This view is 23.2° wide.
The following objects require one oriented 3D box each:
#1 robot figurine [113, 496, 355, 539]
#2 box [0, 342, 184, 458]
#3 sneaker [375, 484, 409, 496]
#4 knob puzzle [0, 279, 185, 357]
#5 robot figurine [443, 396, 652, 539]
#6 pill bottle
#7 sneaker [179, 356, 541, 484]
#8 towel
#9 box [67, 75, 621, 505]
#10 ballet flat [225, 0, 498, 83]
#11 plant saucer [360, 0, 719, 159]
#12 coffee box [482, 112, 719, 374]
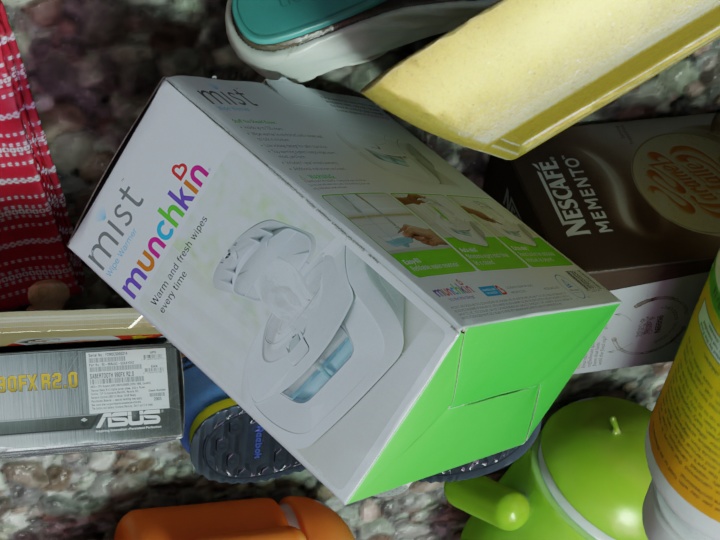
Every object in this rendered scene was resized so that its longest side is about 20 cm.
[{"bbox_3d":[-0.083,0.200,1.084,0.198,0.117,0.145,-3,114,-17],"label":"robot figurine"},{"bbox_3d":[-0.198,0.072,0.886,0.198,0.049,0.158,-3,174,-15],"label":"box"},{"bbox_3d":[0.011,0.021,0.974,0.070,0.080,0.202,6,115,4],"label":"sneaker"},{"bbox_3d":[-0.115,0.025,0.890,0.217,0.031,0.220,-5,172,-1],"label":"knob puzzle"},{"bbox_3d":[0.140,0.165,1.133,0.174,0.116,0.201,10,129,-31],"label":"robot figurine"},{"bbox_3d":[0.210,0.072,0.899,0.110,0.112,0.201,-5,136,-17],"label":"pill bottle"},{"bbox_3d":[-0.003,0.066,0.922,0.198,0.079,0.066,1,123,-18],"label":"sneaker"},{"bbox_3d":[-0.220,-0.040,0.850,0.143,0.023,0.201,-15,138,-6],"label":"towel"},{"bbox_3d":[0.000,0.000,0.801,0.097,0.176,0.200,-57,160,17],"label":"box"},{"bbox_3d":[0.034,-0.136,0.829,0.198,0.070,0.070,-17,138,2],"label":"ballet flat"},{"bbox_3d":[0.111,-0.108,0.806,0.199,0.049,0.200,-31,177,10],"label":"plant saucer"},{"bbox_3d":[0.177,-0.019,0.960,0.198,0.115,0.080,-7,137,-16],"label":"coffee box"}]
